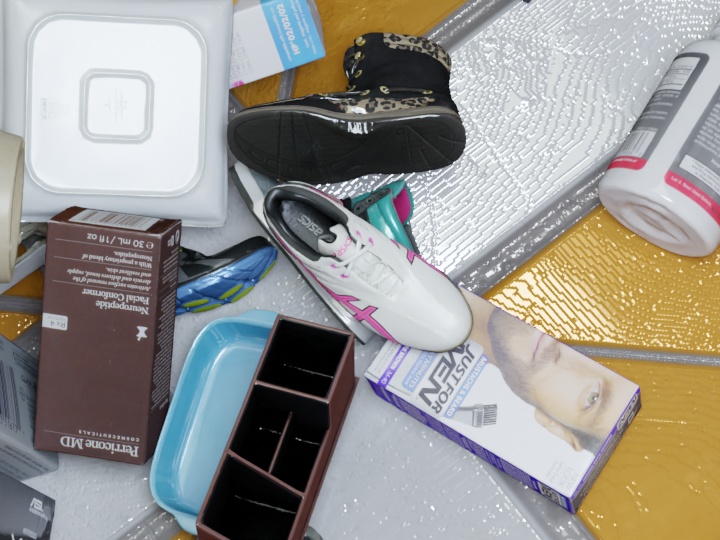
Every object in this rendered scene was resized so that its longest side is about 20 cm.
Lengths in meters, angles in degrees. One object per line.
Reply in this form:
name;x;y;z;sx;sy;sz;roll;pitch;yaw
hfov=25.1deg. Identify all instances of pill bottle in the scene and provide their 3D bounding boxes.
pill bottle;0.291;-0.120;1.340;0.111;0.111;0.200;28;78;20

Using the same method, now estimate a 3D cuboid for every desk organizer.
desk organizer;-0.063;0.140;1.267;0.072;0.077;0.200;14;57;9

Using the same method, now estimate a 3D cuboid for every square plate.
square plate;-0.208;-0.138;1.371;0.198;0.028;0.200;1;95;-12

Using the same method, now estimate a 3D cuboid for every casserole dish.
casserole dish;-0.101;0.132;1.367;0.121;0.039;0.200;11;71;16

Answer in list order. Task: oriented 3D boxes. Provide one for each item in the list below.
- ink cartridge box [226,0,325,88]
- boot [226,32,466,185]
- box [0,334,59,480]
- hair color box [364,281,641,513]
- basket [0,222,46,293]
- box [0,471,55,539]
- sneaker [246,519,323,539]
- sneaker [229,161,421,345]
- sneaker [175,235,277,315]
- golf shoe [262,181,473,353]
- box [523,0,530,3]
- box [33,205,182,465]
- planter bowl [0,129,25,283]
ink cartridge box;-0.137;-0.208;1.460;0.200;0.068;0.115;-18;24;5
boot;-0.009;-0.145;1.398;0.200;0.073;0.151;-4;35;6
box;-0.381;0.124;1.350;0.200;0.184;0.105;-15;69;6
hair color box;0.116;0.098;1.320;0.200;0.065;0.109;30;77;19
basket;-0.361;-0.094;1.463;0.136;0.123;0.200;-34;67;-1
box;-0.318;0.236;1.285;0.050;0.200;0.158;0;69;17
sneaker;-0.122;0.264;1.278;0.199;0.076;0.114;-14;33;9
sneaker;-0.015;-0.047;1.391;0.121;0.084;0.200;-40;73;0
sneaker;-0.172;0.000;1.415;0.200;0.071;0.083;-14;73;10
golf shoe;0.000;0.000;1.294;0.200;0.092;0.073;35;94;16
box;0.125;-0.381;1.481;0.200;0.104;0.182;36;79;22
box;-0.211;0.053;1.348;0.100;0.075;0.200;7;104;8
planter bowl;-0.339;-0.055;1.285;0.135;0.200;0.200;4;69;-8
